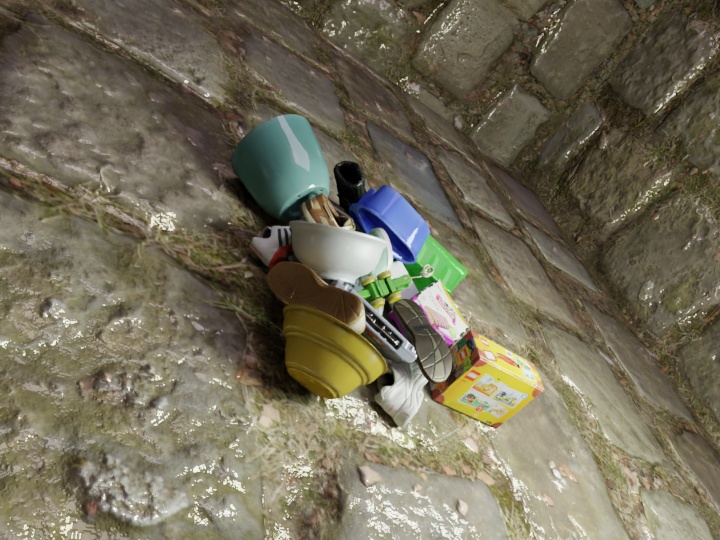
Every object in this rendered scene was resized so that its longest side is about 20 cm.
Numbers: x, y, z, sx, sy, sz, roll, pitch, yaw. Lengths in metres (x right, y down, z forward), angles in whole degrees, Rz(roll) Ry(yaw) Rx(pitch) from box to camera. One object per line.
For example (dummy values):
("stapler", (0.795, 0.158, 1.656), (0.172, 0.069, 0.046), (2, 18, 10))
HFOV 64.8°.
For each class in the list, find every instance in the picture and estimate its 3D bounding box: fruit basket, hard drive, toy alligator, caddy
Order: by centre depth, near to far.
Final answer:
("toy alligator", (0.060, 0.035, 1.146), (0.196, 0.054, 0.060), (-18, 75, -27))
("caddy", (0.061, -0.097, 1.292), (0.200, 0.106, 0.141), (44, -18, -19))
("hard drive", (0.110, 0.078, 1.314), (0.203, 0.026, 0.131), (60, 28, 5))
("fruit basket", (0.166, -0.028, 1.477), (0.212, 0.155, 0.220), (23, 48, -27))

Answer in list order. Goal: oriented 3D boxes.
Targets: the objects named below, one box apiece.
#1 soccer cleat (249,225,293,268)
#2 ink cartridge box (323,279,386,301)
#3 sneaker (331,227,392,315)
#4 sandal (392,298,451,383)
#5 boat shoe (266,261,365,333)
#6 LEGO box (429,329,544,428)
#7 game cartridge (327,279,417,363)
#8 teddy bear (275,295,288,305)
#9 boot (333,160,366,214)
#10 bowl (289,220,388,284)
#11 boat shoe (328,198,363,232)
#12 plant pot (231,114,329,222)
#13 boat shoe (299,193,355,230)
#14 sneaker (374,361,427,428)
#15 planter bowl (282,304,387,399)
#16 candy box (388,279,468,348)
("soccer cleat", (-0.157, -0.064, 1.165), (0.084, 0.069, 0.200), (36, 28, 2))
("ink cartridge box", (-0.032, 0.006, 1.263), (0.197, 0.037, 0.096), (27, 31, -26))
("sneaker", (0.000, 0.000, 1.185), (0.116, 0.073, 0.206), (13, 78, -36))
("sandal", (0.112, 0.140, 1.101), (0.080, 0.055, 0.202), (-2, 43, -31))
("boat shoe", (-0.073, 0.052, 0.931), (0.198, 0.074, 0.070), (28, -24, 31))
("LEGO box", (0.263, 0.235, 1.204), (0.197, 0.149, 0.078), (28, 29, -26))
("game cartridge", (0.010, 0.098, 1.061), (0.200, 0.041, 0.133), (44, -11, -8))
("teddy bear", (-0.083, 0.073, 1.032), (0.199, 0.067, 0.145), (42, -9, 11))
("boot", (0.013, -0.160, 1.392), (0.209, 0.160, 0.079), (33, 55, 25))
("bowl", (-0.049, -0.028, 1.083), (0.196, 0.093, 0.201), (12, -3, 1))
("boat shoe", (-0.058, -0.129, 1.382), (0.199, 0.075, 0.074), (41, 27, -6))
("plant pot", (-0.158, -0.207, 1.236), (0.199, 0.200, 0.163), (-6, 60, -55))
("boat shoe", (-0.046, -0.081, 1.214), (0.200, 0.073, 0.076), (47, 17, -30))
("sneaker", (0.080, 0.203, 1.089), (0.099, 0.078, 0.200), (37, 26, -1))
("planter bowl", (-0.061, 0.149, 0.916), (0.199, 0.200, 0.084), (36, 65, -11))
("candy box", (0.156, 0.113, 1.260), (0.138, 0.061, 0.199), (58, 30, 3))
